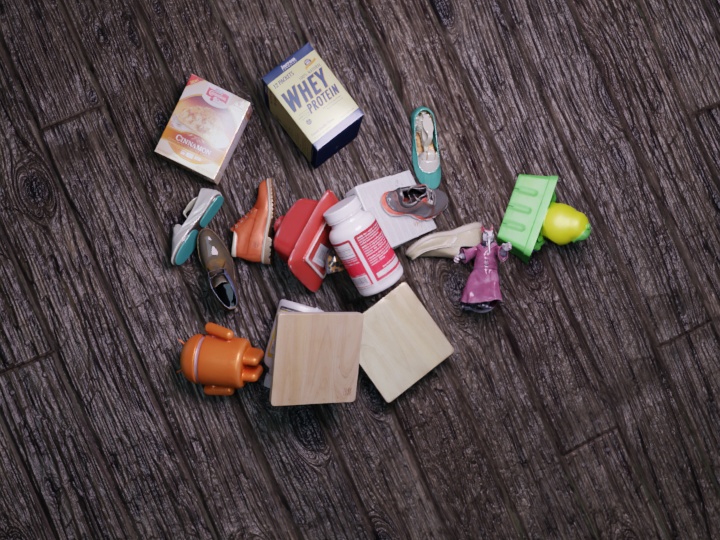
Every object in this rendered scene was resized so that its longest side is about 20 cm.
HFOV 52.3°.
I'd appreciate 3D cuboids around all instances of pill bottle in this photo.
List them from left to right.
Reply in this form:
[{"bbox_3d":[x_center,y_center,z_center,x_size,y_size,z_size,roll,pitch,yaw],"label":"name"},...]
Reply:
[{"bbox_3d":[-0.159,0.176,1.691,0.110,0.111,0.202,16,86,-4],"label":"pill bottle"},{"bbox_3d":[0.002,-0.055,1.599,0.112,0.112,0.201,-31,105,-6],"label":"pill bottle"}]

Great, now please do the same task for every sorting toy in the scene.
[{"bbox_3d":[-0.104,0.185,1.612,0.197,0.069,0.203,2,101,-25],"label":"sorting toy"},{"bbox_3d":[0.080,0.167,1.728,0.198,0.070,0.201,-36,91,-7],"label":"sorting toy"}]

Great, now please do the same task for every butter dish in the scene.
[{"bbox_3d":[-0.133,-0.082,1.688,0.147,0.200,0.201,23,78,22],"label":"butter dish"}]

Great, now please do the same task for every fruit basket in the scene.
[{"bbox_3d":[0.441,-0.116,1.734,0.213,0.156,0.218,-1,82,9],"label":"fruit basket"}]

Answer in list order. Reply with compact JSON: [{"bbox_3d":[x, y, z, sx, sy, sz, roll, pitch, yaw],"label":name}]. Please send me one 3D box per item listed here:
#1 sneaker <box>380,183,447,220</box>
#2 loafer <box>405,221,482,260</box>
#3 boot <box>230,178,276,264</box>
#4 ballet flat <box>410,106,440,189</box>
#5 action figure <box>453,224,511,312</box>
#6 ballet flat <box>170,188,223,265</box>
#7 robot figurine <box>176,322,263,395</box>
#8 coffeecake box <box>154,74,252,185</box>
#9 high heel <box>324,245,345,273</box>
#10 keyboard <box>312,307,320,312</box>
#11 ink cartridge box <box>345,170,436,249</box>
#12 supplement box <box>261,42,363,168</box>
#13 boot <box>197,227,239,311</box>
[{"bbox_3d":[0.144,-0.165,1.713,0.198,0.082,0.078,-9,77,-39],"label":"sneaker"},{"bbox_3d":[0.205,-0.059,1.752,0.198,0.076,0.069,-19,83,-6],"label":"loafer"},{"bbox_3d":[-0.251,-0.120,1.720,0.106,0.075,0.203,6,86,2],"label":"boot"},{"bbox_3d":[0.157,-0.297,1.762,0.067,0.070,0.203,-8,88,-6],"label":"ballet flat"},{"bbox_3d":[0.299,-0.007,1.713,0.133,0.149,0.202,4,79,27],"label":"action figure"},{"bbox_3d":[-0.396,-0.106,1.714,0.069,0.069,0.201,32,81,-3],"label":"ballet flat"},{"bbox_3d":[-0.322,0.203,1.667,0.197,0.145,0.118,5,53,6],"label":"robot figurine"},{"bbox_3d":[-0.364,-0.328,1.717,0.152,0.073,0.202,25,85,-2],"label":"coffeecake box"},{"bbox_3d":[0.000,0.000,1.702,0.200,0.071,0.143,46,58,-26],"label":"high heel"},{"bbox_3d":[-0.073,0.176,1.691,0.056,0.011,0.201,-44,124,-23],"label":"keyboard"},{"bbox_3d":[0.073,-0.137,1.734,0.199,0.057,0.164,-23,87,-47],"label":"ink cartridge box"},{"bbox_3d":[-0.111,-0.369,1.677,0.134,0.200,0.200,-38,90,-7],"label":"supplement box"},{"bbox_3d":[-0.320,-0.001,1.678,0.074,0.097,0.202,-21,99,-13],"label":"boot"}]
